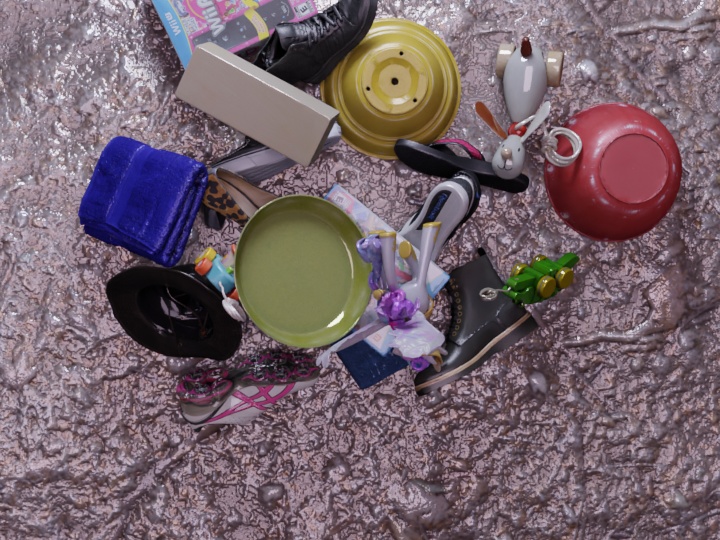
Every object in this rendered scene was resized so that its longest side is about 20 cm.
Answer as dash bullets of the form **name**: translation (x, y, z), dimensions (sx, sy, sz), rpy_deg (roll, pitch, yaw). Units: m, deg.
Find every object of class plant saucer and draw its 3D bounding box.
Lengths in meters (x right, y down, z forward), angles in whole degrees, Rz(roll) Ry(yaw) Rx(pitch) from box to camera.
- **plant saucer**: translation (-0.078, 0.002, 1.442), dimensions (0.200, 0.031, 0.200), rpy_deg (3, 83, -29)

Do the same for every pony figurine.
- **pony figurine**: translation (0.048, 0.048, 1.411), dimensions (0.166, 0.193, 0.200), rpy_deg (-2, 98, 38)

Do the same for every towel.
- **towel**: translation (-0.296, -0.096, 1.477), dimensions (0.200, 0.050, 0.148), rpy_deg (20, 92, 40)
- **towel**: translation (-0.005, 0.062, 1.545), dimensions (0.112, 0.049, 0.200), rpy_deg (-31, 94, 15)

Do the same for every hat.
- **hat**: translation (-0.244, 0.038, 1.518), dimensions (0.200, 0.201, 0.081), rpy_deg (25, 51, -3)

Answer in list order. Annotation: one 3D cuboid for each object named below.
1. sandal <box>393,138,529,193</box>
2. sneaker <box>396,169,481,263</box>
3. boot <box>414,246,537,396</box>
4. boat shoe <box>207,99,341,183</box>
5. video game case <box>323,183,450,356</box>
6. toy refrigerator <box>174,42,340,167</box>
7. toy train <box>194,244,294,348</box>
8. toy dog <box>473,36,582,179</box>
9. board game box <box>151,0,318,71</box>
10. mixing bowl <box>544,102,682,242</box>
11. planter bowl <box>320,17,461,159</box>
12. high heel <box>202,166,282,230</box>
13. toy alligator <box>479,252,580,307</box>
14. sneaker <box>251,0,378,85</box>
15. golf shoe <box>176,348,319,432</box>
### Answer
- **sandal**: translation (0.141, -0.154, 1.546), dimensions (0.200, 0.075, 0.045), rpy_deg (14, 77, -11)
- **sneaker**: translation (0.103, -0.055, 1.546), dimensions (0.073, 0.112, 0.200), rpy_deg (45, 124, 6)
- **boot**: translation (0.130, 0.073, 1.547), dimensions (0.200, 0.077, 0.138), rpy_deg (-32, 89, -21)
- **boat shoe**: translation (-0.127, -0.175, 1.538), dimensions (0.200, 0.072, 0.071), rpy_deg (-23, 78, -7)
- **video game case**: translation (0.000, 0.000, 1.501), dimensions (0.200, 0.018, 0.143), rpy_deg (39, 97, -1)
- **toy refrigerator**: translation (-0.135, -0.221, 1.465), dimensions (0.200, 0.070, 0.076), rpy_deg (28, 109, 1)
- **toy train**: translation (-0.141, 0.027, 1.490), dimensions (0.056, 0.200, 0.150), rpy_deg (-44, 69, 5)
- **toy dog**: translation (0.219, -0.234, 1.499), dimensions (0.132, 0.096, 0.200), rpy_deg (-11, 68, 11)
- **board game box**: translation (-0.177, -0.371, 1.525), dimensions (0.200, 0.064, 0.148), rpy_deg (-26, 93, -1)
- **mixing bowl**: translation (0.363, -0.139, 1.535), dimensions (0.200, 0.108, 0.200), rpy_deg (0, 92, -2)
- **planter bowl**: translation (0.045, -0.256, 1.528), dimensions (0.200, 0.083, 0.201), rpy_deg (0, 93, -3)
- **high heel**: translation (-0.120, -0.086, 1.494), dimensions (0.200, 0.143, 0.071), rpy_deg (7, 65, -1)
- **toy alligator**: translation (0.233, 0.026, 1.535), dimensions (0.200, 0.059, 0.054), rpy_deg (-22, 127, -36)
- **sneaker**: translation (-0.070, -0.310, 1.490), dimensions (0.200, 0.104, 0.060), rpy_deg (-47, 53, 33)
- **golf shoe**: translation (-0.153, 0.169, 1.550), dimensions (0.200, 0.073, 0.092), rpy_deg (-12, 126, -8)
